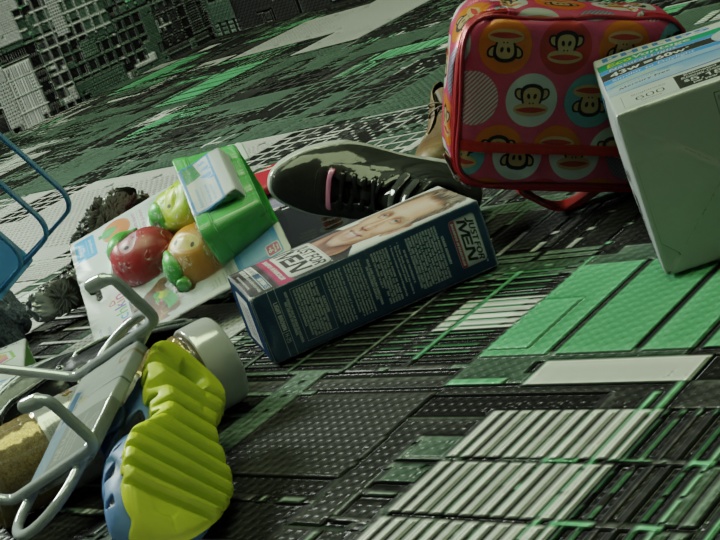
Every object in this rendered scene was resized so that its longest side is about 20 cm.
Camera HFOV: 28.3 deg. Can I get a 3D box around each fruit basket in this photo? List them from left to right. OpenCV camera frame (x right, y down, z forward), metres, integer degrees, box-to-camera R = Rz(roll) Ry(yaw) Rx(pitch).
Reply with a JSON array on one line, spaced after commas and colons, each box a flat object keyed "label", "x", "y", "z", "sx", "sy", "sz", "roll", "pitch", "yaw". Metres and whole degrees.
[{"label": "fruit basket", "x": -0.176, "y": -0.027, "z": 1.333, "sx": 0.199, "sy": 0.094, "sz": 0.186, "roll": -25, "pitch": 41, "yaw": -1}]

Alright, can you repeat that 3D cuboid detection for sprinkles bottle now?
[{"label": "sprinkles bottle", "x": -0.178, "y": 0.106, "z": 1.014, "sx": 0.199, "sy": 0.069, "sz": 0.068, "roll": -28, "pitch": 17, "yaw": -23}]

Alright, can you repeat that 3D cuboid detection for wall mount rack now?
[{"label": "wall mount rack", "x": -0.217, "y": 0.088, "z": 0.938, "sx": 0.173, "sy": 0.075, "sz": 0.201, "roll": -32, "pitch": 25, "yaw": 35}]

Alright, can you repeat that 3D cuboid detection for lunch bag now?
[{"label": "lunch bag", "x": 0.166, "y": -0.135, "z": 1.189, "sx": 0.198, "sy": 0.178, "sz": 0.082, "roll": 1, "pitch": 22, "yaw": -6}]

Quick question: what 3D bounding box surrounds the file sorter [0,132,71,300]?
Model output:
[{"label": "file sorter", "x": -0.368, "y": -0.021, "z": 1.268, "sx": 0.123, "sy": 0.139, "sz": 0.200, "roll": -39, "pitch": 15, "yaw": 38}]

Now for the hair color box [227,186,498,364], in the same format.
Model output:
[{"label": "hair color box", "x": 0.000, "y": 0.000, "z": 1.159, "sx": 0.199, "sy": 0.061, "sz": 0.100, "roll": -23, "pitch": 16, "yaw": -11}]

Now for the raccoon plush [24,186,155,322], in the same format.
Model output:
[{"label": "raccoon plush", "x": -0.287, "y": -0.020, "z": 1.545, "sx": 0.199, "sy": 0.097, "sz": 0.134, "roll": -29, "pitch": 2, "yaw": -18}]

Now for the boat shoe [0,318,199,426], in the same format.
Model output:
[{"label": "boat shoe", "x": -0.195, "y": 0.087, "z": 1.081, "sx": 0.199, "sy": 0.072, "sz": 0.068, "roll": -20, "pitch": -5, "yaw": -27}]

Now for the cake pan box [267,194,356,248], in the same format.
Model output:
[{"label": "cake pan box", "x": -0.103, "y": -0.056, "z": 1.503, "sx": 0.198, "sy": 0.053, "sz": 0.184, "roll": -20, "pitch": 13, "yaw": 0}]

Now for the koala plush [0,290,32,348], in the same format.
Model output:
[{"label": "koala plush", "x": -0.441, "y": 0.019, "z": 1.396, "sx": 0.183, "sy": 0.201, "sz": 0.177, "roll": -23, "pitch": 16, "yaw": -8}]

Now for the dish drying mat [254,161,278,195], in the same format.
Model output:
[{"label": "dish drying mat", "x": -0.138, "y": -0.073, "z": 1.480, "sx": 0.199, "sy": 0.018, "sz": 0.077, "roll": -27, "pitch": 17, "yaw": -19}]

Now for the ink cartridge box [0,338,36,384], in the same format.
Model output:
[{"label": "ink cartridge box", "x": -0.315, "y": 0.112, "z": 1.185, "sx": 0.103, "sy": 0.060, "sz": 0.200, "roll": -23, "pitch": 15, "yaw": -6}]

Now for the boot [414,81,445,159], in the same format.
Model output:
[{"label": "boot", "x": 0.088, "y": -0.158, "z": 1.557, "sx": 0.073, "sy": 0.076, "sz": 0.200, "roll": -13, "pitch": 18, "yaw": 18}]

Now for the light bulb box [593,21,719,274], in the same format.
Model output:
[{"label": "light bulb box", "x": 0.285, "y": -0.110, "z": 1.042, "sx": 0.197, "sy": 0.126, "sz": 0.200, "roll": -18, "pitch": 16, "yaw": 9}]

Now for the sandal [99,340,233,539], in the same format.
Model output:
[{"label": "sandal", "x": -0.131, "y": 0.126, "z": 0.903, "sx": 0.087, "sy": 0.079, "sz": 0.200, "roll": -48, "pitch": 14, "yaw": 15}]

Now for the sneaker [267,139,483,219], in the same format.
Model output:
[{"label": "sneaker", "x": 0.016, "y": -0.069, "z": 1.267, "sx": 0.198, "sy": 0.071, "sz": 0.099, "roll": 5, "pitch": 16, "yaw": -3}]
